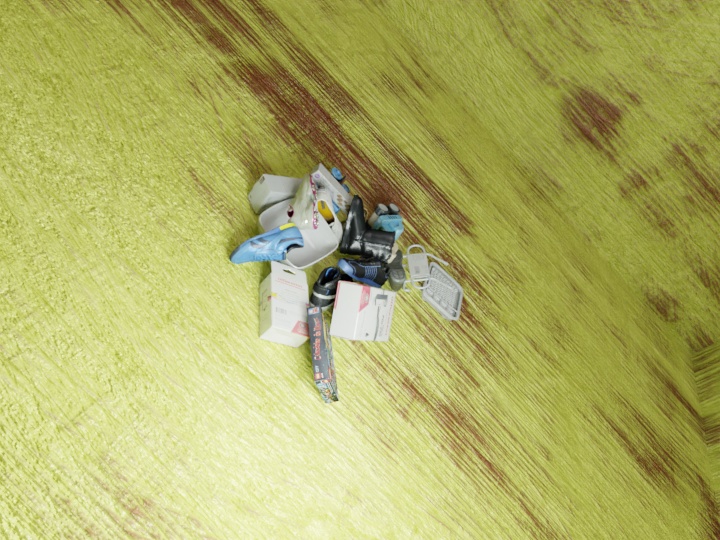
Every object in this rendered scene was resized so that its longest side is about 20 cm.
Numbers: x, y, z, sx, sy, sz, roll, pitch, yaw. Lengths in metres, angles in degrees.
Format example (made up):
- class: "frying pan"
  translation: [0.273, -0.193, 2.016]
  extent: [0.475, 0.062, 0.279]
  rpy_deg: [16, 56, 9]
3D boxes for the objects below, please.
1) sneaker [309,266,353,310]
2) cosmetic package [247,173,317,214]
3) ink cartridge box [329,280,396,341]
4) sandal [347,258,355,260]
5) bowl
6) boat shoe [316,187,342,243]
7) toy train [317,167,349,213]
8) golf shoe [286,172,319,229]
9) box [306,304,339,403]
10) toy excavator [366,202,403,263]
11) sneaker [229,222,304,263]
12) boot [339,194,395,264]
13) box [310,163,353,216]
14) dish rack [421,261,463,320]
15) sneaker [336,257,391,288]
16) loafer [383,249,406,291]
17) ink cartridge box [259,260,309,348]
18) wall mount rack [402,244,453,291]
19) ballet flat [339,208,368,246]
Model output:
- class: "sneaker"
  translation: [-0.064, 0.030, 1.572]
  extent: [0.072, 0.113, 0.200]
  rpy_deg: [30, 34, 16]
- class: "cosmetic package"
  translation: [-0.222, -0.219, 1.653]
  extent: [0.198, 0.102, 0.075]
  rpy_deg: [-4, 59, -46]
- class: "ink cartridge box"
  translation: [0.011, 0.115, 1.522]
  extent: [0.199, 0.083, 0.149]
  rpy_deg: [14, 86, -61]
- class: "sandal"
  translation: [0.005, 0.003, 1.729]
  extent: [0.082, 0.051, 0.201]
  rpy_deg: [31, 15, 34]
- class: "bowl"
  translation: [-0.186, -0.095, 1.581]
  extent: [0.199, 0.075, 0.201]
  rpy_deg: [-31, 82, -41]
- class: "boat shoe"
  translation: [-0.097, -0.147, 1.675]
  extent: [0.070, 0.069, 0.202]
  rpy_deg: [-93, 173, -50]
- class: "toy train"
  translation: [-0.096, -0.255, 1.835]
  extent: [0.115, 0.086, 0.201]
  rpy_deg: [50, 34, -13]
- class: "golf shoe"
  translation: [-0.164, -0.195, 1.559]
  extent: [0.076, 0.090, 0.203]
  rpy_deg: [74, 8, -50]
- class: "box"
  translation: [-0.093, 0.209, 1.388]
  extent: [0.037, 0.137, 0.203]
  rpy_deg: [-11, 55, 1]
- class: "toy excavator"
  translation: [0.093, -0.121, 1.866]
  extent: [0.193, 0.100, 0.201]
  rpy_deg: [-9, 54, -49]
- class: "sneaker"
  translation: [-0.240, -0.053, 1.449]
  extent: [0.197, 0.066, 0.079]
  rpy_deg: [-25, 78, -16]
- class: "boot"
  translation: [0.030, -0.120, 1.722]
  extent: [0.159, 0.202, 0.073]
  rpy_deg: [12, 1, -1]
- class: "box"
  translation: [-0.078, -0.247, 1.744]
  extent: [0.200, 0.038, 0.042]
  rpy_deg: [44, 37, -31]
- class: "dish rack"
  translation: [0.282, 0.079, 1.961]
  extent: [0.171, 0.043, 0.201]
  rpy_deg: [40, 37, -11]
- class: "sneaker"
  translation: [0.013, -0.008, 1.617]
  extent: [0.199, 0.079, 0.070]
  rpy_deg: [27, 10, -49]
- class: "loafer"
  translation: [0.105, -0.005, 1.842]
  extent: [0.074, 0.071, 0.202]
  rpy_deg: [6, 36, -7]
- class: "ink cartridge box"
  translation: [-0.196, 0.085, 1.436]
  extent: [0.115, 0.067, 0.203]
  rpy_deg: [21, 46, -33]
- class: "wall mount rack"
  translation: [0.222, 0.003, 1.878]
  extent: [0.170, 0.075, 0.202]
  rpy_deg: [-4, 47, 1]
- class: "ballet flat"
  translation: [-0.028, -0.151, 1.825]
  extent: [0.069, 0.063, 0.201]
  rpy_deg: [42, 37, -8]
